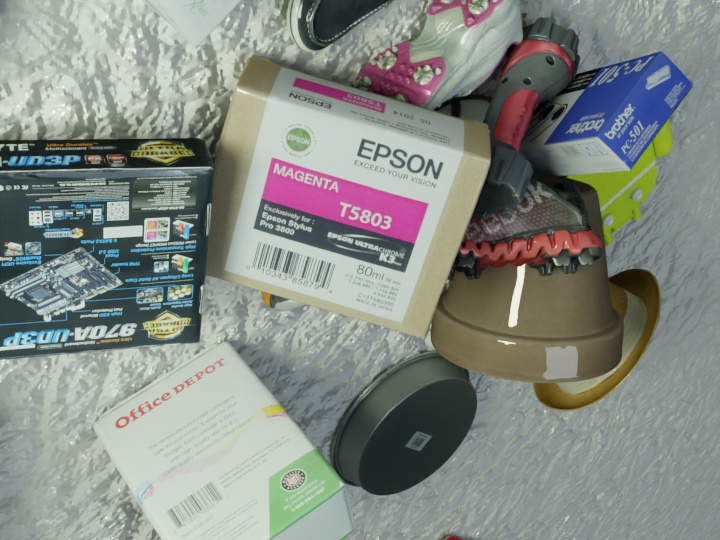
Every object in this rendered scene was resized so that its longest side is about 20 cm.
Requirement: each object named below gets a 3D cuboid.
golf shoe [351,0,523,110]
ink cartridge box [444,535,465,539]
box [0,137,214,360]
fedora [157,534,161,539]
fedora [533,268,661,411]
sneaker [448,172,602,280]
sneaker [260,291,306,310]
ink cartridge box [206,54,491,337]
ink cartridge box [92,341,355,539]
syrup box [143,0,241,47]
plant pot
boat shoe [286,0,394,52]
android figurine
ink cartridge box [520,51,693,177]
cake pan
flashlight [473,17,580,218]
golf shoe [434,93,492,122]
[{"bbox_3d":[0.067,-0.166,0.861,0.200,0.075,0.092,-45,144,0],"label":"golf shoe"},{"bbox_3d":[0.122,0.492,1.459,0.200,0.084,0.175,-48,141,4],"label":"ink cartridge box"},{"bbox_3d":[-0.209,-0.014,0.722,0.199,0.046,0.160,-4,127,-20],"label":"box"},{"bbox_3d":[-0.130,0.231,0.983,0.200,0.090,0.177,-35,169,-19],"label":"fedora"},{"bbox_3d":[0.254,0.065,1.177,0.082,0.201,0.201,35,98,-18],"label":"fedora"},{"bbox_3d":[0.115,-0.044,0.903,0.199,0.098,0.071,-3,170,-13],"label":"sneaker"},{"bbox_3d":[0.000,0.000,0.943,0.199,0.076,0.092,-25,141,-23],"label":"sneaker"},{"bbox_3d":[-0.016,-0.055,0.794,0.199,0.075,0.165,16,119,-3],"label":"ink cartridge box"},{"bbox_3d":[-0.120,0.178,0.884,0.145,0.200,0.088,-32,142,-18],"label":"ink cartridge box"},{"bbox_3d":[-0.074,-0.252,0.653,0.200,0.079,0.081,-46,141,-1],"label":"syrup box"},{"bbox_3d":[0.175,-0.003,1.025,0.200,0.200,0.176,-8,110,-37],"label":"plant pot"},{"bbox_3d":[0.024,-0.240,0.766,0.200,0.062,0.075,-44,143,-1],"label":"boat shoe"},{"bbox_3d":[0.271,-0.105,1.121,0.182,0.041,0.200,-39,139,-9],"label":"android figurine"},{"bbox_3d":[0.200,-0.133,0.906,0.044,0.200,0.094,40,81,-15],"label":"ink cartridge box"},{"bbox_3d":[0.058,0.184,1.176,0.200,0.037,0.201,-24,136,-25],"label":"cake pan"},{"bbox_3d":[0.141,-0.133,0.881,0.068,0.068,0.201,-54,-168,54],"label":"flashlight"},{"bbox_3d":[0.068,-0.096,0.909,0.199,0.088,0.077,-24,134,-28],"label":"golf shoe"}]
